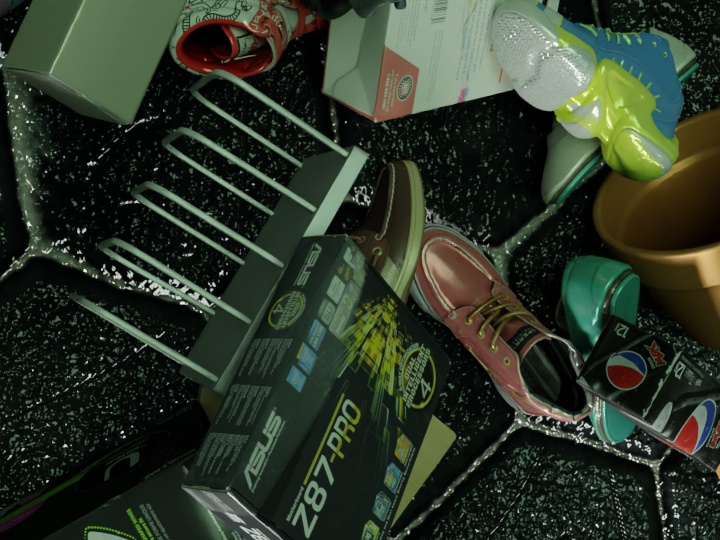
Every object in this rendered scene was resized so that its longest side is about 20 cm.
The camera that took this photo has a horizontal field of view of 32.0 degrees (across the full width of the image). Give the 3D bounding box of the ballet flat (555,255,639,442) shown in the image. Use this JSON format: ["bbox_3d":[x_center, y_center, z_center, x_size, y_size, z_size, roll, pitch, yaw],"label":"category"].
[{"bbox_3d":[0.201,0.062,1.065,0.067,0.070,0.200,-38,138,-27],"label":"ballet flat"}]

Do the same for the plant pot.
[{"bbox_3d":[0.314,-0.028,1.057,0.200,0.200,0.140,-40,121,-14],"label":"plant pot"}]

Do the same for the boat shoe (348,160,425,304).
[{"bbox_3d":[0.000,0.000,0.991,0.072,0.072,0.200,16,75,-15],"label":"boat shoe"}]

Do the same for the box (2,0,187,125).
[{"bbox_3d":[-0.167,-0.211,0.887,0.082,0.068,0.200,33,78,-46],"label":"box"}]

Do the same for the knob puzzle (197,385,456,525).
[{"bbox_3d":[-0.049,0.143,1.009,0.219,0.030,0.220,-1,93,-19],"label":"knob puzzle"}]

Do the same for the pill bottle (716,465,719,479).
[{"bbox_3d":[0.416,0.141,1.130,0.200,0.106,0.106,-31,101,-16],"label":"pill bottle"}]

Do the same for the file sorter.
[{"bbox_3d":[-0.112,-0.028,0.927,0.124,0.139,0.200,32,82,-15],"label":"file sorter"}]

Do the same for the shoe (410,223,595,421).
[{"bbox_3d":[0.115,0.042,1.031,0.071,0.091,0.200,-42,104,-13],"label":"shoe"}]

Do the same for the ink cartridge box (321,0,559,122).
[{"bbox_3d":[0.069,-0.196,0.980,0.200,0.067,0.117,-18,128,-40],"label":"ink cartridge box"}]

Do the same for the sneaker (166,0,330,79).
[{"bbox_3d":[-0.055,-0.192,0.951,0.201,0.108,0.067,-4,135,-15],"label":"sneaker"}]

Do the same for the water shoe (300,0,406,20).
[{"bbox_3d":[-0.038,-0.215,0.880,0.071,0.200,0.079,-17,111,-25],"label":"water shoe"}]

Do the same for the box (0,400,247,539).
[{"bbox_3d":[-0.173,0.206,0.891,0.200,0.149,0.124,-28,101,-5],"label":"box"}]

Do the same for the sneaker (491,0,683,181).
[{"bbox_3d":[0.187,-0.164,1.000,0.200,0.076,0.105,43,59,-26],"label":"sneaker"}]

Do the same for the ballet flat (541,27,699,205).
[{"bbox_3d":[0.207,-0.137,1.079,0.200,0.069,0.069,-43,104,-17],"label":"ballet flat"}]

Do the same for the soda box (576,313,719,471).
[{"bbox_3d":[0.254,0.105,1.037,0.200,0.071,0.063,32,88,-53],"label":"soda box"}]

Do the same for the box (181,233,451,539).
[{"bbox_3d":[-0.021,0.101,0.859,0.161,0.049,0.200,49,53,-37],"label":"box"}]

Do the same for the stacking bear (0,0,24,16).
[{"bbox_3d":[-0.254,-0.260,0.890,0.200,0.121,0.114,-53,124,-19],"label":"stacking bear"}]
